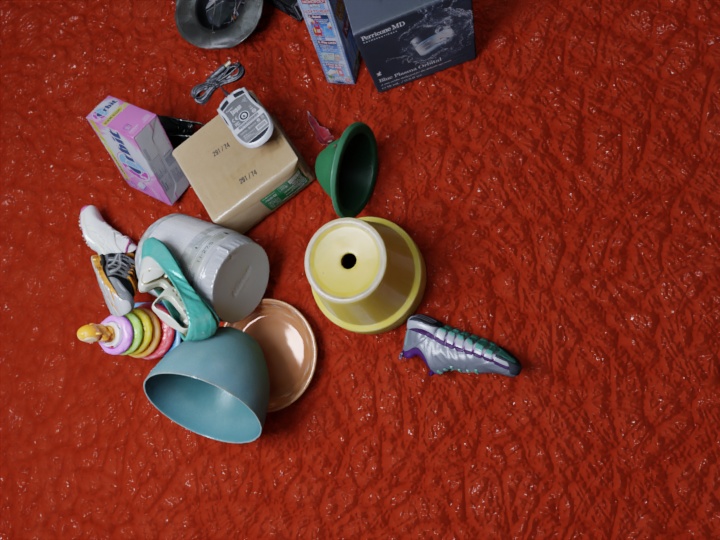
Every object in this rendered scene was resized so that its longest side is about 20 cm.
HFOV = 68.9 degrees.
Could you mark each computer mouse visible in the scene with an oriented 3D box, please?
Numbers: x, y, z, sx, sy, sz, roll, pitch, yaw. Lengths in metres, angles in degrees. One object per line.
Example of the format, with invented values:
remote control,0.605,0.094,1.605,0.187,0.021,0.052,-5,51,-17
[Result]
computer mouse,-0.216,-0.284,0.935,0.109,0.044,0.201,-37,68,1

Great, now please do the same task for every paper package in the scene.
paper package,-0.220,-0.198,0.995,0.199,0.103,0.191,-36,74,6

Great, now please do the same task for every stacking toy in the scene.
stacking toy,-0.423,0.111,0.941,0.115,0.200,0.111,-4,86,15

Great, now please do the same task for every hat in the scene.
hat,-0.276,-0.533,1.076,0.199,0.081,0.203,0,91,14
hat,-0.076,-0.191,0.941,0.175,0.200,0.167,14,110,22

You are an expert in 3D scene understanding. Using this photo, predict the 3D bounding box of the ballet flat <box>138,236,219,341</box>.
ballet flat,-0.301,0.029,0.817,0.200,0.070,0.067,49,129,12

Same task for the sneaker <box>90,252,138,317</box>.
sneaker,-0.430,0.014,0.944,0.077,0.079,0.200,-17,34,-26

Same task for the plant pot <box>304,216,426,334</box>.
plant pot,0.000,0.000,0.861,0.199,0.189,0.203,-2,81,13

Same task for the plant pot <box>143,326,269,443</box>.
plant pot,-0.232,0.174,0.871,0.198,0.201,0.135,6,46,15

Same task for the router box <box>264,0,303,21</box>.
router box,-0.158,-0.630,1.077,0.200,0.052,0.158,37,91,17

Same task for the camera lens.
camera lens,-0.284,-0.006,0.938,0.199,0.160,0.161,18,85,26

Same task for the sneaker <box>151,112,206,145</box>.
sneaker,-0.396,-0.281,1.072,0.199,0.104,0.061,8,94,52

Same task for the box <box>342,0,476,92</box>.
box,0.087,-0.432,0.905,0.195,0.200,0.118,-16,77,12

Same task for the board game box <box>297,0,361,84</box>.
board game box,-0.044,-0.479,0.946,0.061,0.200,0.202,10,84,16

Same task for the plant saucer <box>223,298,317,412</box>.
plant saucer,-0.169,0.154,0.958,0.198,0.037,0.202,-2,81,15

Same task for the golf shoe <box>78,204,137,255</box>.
golf shoe,-0.500,-0.051,1.067,0.091,0.075,0.201,-27,81,-2

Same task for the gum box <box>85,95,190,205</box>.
gum box,-0.416,-0.220,1.006,0.113,0.201,0.066,24,63,17

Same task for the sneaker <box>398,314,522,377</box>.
sneaker,0.161,0.146,0.866,0.199,0.074,0.088,22,101,26
